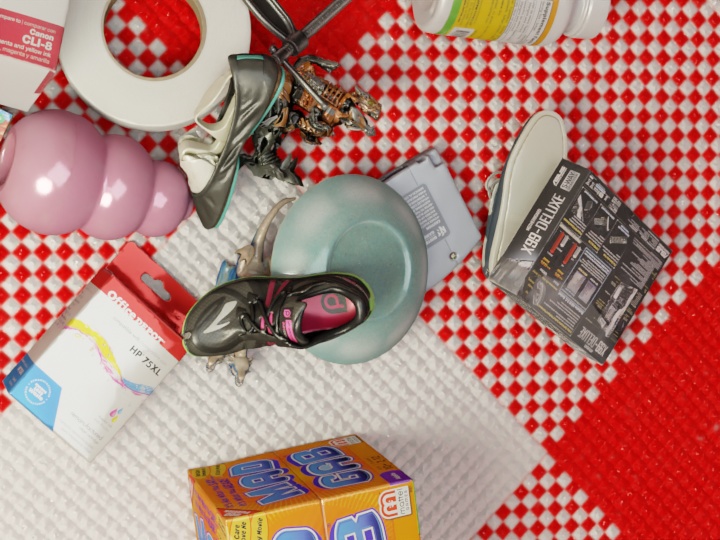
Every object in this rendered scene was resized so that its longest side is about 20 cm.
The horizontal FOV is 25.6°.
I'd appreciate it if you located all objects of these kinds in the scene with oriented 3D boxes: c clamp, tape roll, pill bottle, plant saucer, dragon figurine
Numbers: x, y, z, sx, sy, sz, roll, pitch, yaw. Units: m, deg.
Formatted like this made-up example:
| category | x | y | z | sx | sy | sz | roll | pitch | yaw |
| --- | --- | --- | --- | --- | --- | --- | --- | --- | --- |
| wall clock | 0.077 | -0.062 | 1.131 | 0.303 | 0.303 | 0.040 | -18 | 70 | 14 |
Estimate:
| category | x | y | z | sx | sy | sz | roll | pitch | yaw |
| --- | --- | --- | --- | --- | --- | --- | --- | --- | --- |
| c clamp | -0.048 | -0.287 | 1.647 | 0.171 | 0.027 | 0.200 | 43 | 59 | -10 |
| tape roll | -0.210 | -0.242 | 1.607 | 0.200 | 0.037 | 0.205 | 1 | 86 | -9 |
| pill bottle | 0.164 | -0.302 | 1.703 | 0.198 | 0.111 | 0.112 | 4 | 96 | -18 |
| plant saucer | 0.000 | 0.000 | 1.664 | 0.199 | 0.039 | 0.204 | -2 | 94 | -32 |
| dragon figurine | -0.121 | 0.019 | 1.678 | 0.058 | 0.099 | 0.202 | 14 | 73 | -16 |

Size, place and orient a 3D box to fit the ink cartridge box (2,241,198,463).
| category | x | y | z | sx | sy | sz | roll | pitch | yaw |
| --- | --- | --- | --- | --- | --- | --- | --- | --- | --- |
| ink cartridge box | -0.259 | 0.082 | 1.637 | 0.116 | 0.067 | 0.200 | 43 | 83 | -18 |

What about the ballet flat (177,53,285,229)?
| category | x | y | z | sx | sy | sz | roll | pitch | yaw |
| --- | --- | --- | --- | --- | --- | --- | --- | --- | --- |
| ballet flat | -0.142 | -0.134 | 1.583 | 0.068 | 0.068 | 0.201 | 13 | 118 | -24 |

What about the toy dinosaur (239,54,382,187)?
| category | x | y | z | sx | sy | sz | roll | pitch | yaw |
| --- | --- | --- | --- | --- | --- | --- | --- | --- | --- |
| toy dinosaur | -0.082 | -0.162 | 1.658 | 0.198 | 0.102 | 0.137 | 12 | 93 | 25 |

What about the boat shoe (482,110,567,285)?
| category | x | y | z | sx | sy | sz | roll | pitch | yaw |
| --- | --- | --- | --- | --- | --- | --- | --- | --- | --- |
| boat shoe | 0.179 | -0.080 | 1.762 | 0.074 | 0.062 | 0.202 | 7 | 97 | -21 |

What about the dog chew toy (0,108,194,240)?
| category | x | y | z | sx | sy | sz | roll | pitch | yaw |
| --- | --- | --- | --- | --- | --- | --- | --- | --- | --- |
| dog chew toy | -0.262 | -0.087 | 1.592 | 0.198 | 0.124 | 0.126 | 13 | 93 | -26 |

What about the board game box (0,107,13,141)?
| category | x | y | z | sx | sy | sz | roll | pitch | yaw |
| --- | --- | --- | --- | --- | --- | --- | --- | --- | --- |
| board game box | -0.465 | -0.123 | 1.553 | 0.199 | 0.057 | 0.167 | 26 | 90 | -19 |

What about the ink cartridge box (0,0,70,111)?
| category | x | y | z | sx | sy | sz | roll | pitch | yaw |
| --- | --- | --- | --- | --- | --- | --- | --- | --- | --- |
| ink cartridge box | -0.349 | -0.280 | 1.497 | 0.143 | 0.145 | 0.202 | 14 | 75 | -19 |

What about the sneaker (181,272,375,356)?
| category | x | y | z | sx | sy | sz | roll | pitch | yaw |
| --- | --- | --- | --- | --- | --- | --- | --- | --- | --- |
| sneaker | -0.083 | 0.042 | 1.577 | 0.198 | 0.084 | 0.078 | -13 | 99 | -3 |

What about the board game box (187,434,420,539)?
| category | x | y | z | sx | sy | sz | roll | pitch | yaw |
| --- | --- | --- | --- | --- | --- | --- | --- | --- | --- |
| board game box | -0.055 | 0.309 | 1.660 | 0.198 | 0.200 | 0.202 | -10 | 100 | -16 |

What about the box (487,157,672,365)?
| category | x | y | z | sx | sy | sz | roll | pitch | yaw |
| --- | --- | --- | --- | --- | --- | --- | --- | --- | --- |
| box | 0.248 | -0.006 | 1.759 | 0.200 | 0.050 | 0.159 | 35 | 86 | -44 |

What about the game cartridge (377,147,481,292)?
| category | x | y | z | sx | sy | sz | roll | pitch | yaw |
| --- | --- | --- | --- | --- | --- | --- | --- | --- | --- |
| game cartridge | 0.028 | -0.028 | 1.734 | 0.199 | 0.040 | 0.134 | -31 | 101 | -12 |
